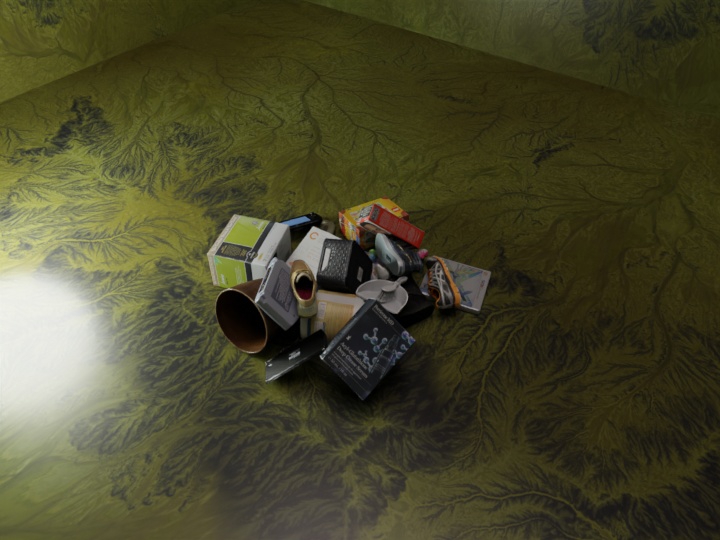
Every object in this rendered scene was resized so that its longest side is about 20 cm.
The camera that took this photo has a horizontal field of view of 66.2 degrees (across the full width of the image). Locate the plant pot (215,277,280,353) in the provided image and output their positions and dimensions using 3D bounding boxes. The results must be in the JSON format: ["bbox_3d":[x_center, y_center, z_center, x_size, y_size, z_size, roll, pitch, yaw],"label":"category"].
[{"bbox_3d":[-0.271,0.099,1.552,0.184,0.191,0.199,24,33,22],"label":"plant pot"}]

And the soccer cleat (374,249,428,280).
[{"bbox_3d":[0.131,-0.033,1.753,0.198,0.070,0.087,-32,76,-29],"label":"soccer cleat"}]

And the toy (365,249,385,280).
[{"bbox_3d":[0.000,0.000,1.741,0.113,0.048,0.201,19,46,20],"label":"toy"}]

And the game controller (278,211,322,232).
[{"bbox_3d":[-0.228,-0.156,1.884,0.196,0.043,0.104,-18,16,-19],"label":"game controller"}]

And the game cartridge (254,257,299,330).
[{"bbox_3d":[-0.209,0.065,1.489,0.133,0.041,0.202,42,28,-20],"label":"game cartridge"}]

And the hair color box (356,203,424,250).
[{"bbox_3d":[0.096,-0.134,1.756,0.197,0.101,0.062,28,77,-18],"label":"hair color box"}]

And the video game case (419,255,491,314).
[{"bbox_3d":[0.295,0.041,1.728,0.195,0.022,0.184,16,45,14],"label":"video game case"}]

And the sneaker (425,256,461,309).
[{"bbox_3d":[0.233,0.035,1.664,0.075,0.079,0.202,-16,45,-7],"label":"sneaker"}]

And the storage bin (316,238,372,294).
[{"bbox_3d":[-0.042,0.004,1.595,0.091,0.200,0.139,5,72,21],"label":"storage bin"}]

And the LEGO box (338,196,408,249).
[{"bbox_3d":[0.045,-0.163,1.877,0.196,0.079,0.149,-20,40,-22],"label":"LEGO box"}]

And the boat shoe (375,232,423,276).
[{"bbox_3d":[0.115,-0.048,1.689,0.089,0.072,0.201,-2,34,-23],"label":"boat shoe"}]

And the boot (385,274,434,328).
[{"bbox_3d":[0.100,0.091,1.624,0.207,0.080,0.159,-15,52,-32],"label":"boot"}]

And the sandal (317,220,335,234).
[{"bbox_3d":[-0.133,-0.110,1.843,0.078,0.058,0.204,6,44,4],"label":"sandal"}]

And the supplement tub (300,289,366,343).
[{"bbox_3d":[-0.058,0.135,1.527,0.195,0.147,0.146,8,43,6],"label":"supplement tub"}]

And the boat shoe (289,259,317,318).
[{"bbox_3d":[-0.149,0.033,1.474,0.072,0.067,0.202,-9,45,-12],"label":"boat shoe"}]

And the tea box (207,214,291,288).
[{"bbox_3d":[-0.339,-0.049,1.716,0.192,0.136,0.202,13,44,10],"label":"tea box"}]

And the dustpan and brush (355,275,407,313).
[{"bbox_3d":[0.088,0.053,1.558,0.137,0.058,0.199,25,16,20],"label":"dustpan and brush"}]

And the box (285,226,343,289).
[{"bbox_3d":[-0.141,-0.013,1.683,0.122,0.098,0.202,24,62,22],"label":"box"}]

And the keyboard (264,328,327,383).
[{"bbox_3d":[-0.165,0.225,1.459,0.197,0.040,0.105,-31,35,13],"label":"keyboard"}]

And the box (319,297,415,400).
[{"bbox_3d":[0.015,0.195,1.399,0.148,0.107,0.200,43,83,-5],"label":"box"}]
